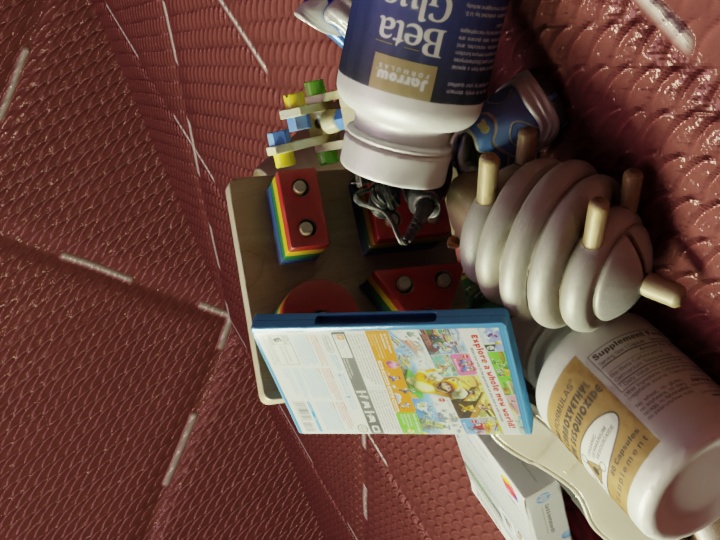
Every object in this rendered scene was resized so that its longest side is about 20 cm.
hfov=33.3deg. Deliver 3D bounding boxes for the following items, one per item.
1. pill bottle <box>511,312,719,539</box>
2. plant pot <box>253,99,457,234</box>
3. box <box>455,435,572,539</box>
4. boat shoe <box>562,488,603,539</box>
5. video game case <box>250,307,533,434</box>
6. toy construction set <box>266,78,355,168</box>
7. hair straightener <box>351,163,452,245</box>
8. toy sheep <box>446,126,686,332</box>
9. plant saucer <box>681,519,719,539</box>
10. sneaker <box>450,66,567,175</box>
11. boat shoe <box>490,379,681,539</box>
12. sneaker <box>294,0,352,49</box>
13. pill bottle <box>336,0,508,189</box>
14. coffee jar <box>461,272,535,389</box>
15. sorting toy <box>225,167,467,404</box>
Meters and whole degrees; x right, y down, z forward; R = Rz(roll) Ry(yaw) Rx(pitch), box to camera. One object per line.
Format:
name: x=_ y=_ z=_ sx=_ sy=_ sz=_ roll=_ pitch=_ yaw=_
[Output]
pill bottle: x=0.200 y=0.098 z=0.919 sx=0.200 sy=0.114 sz=0.115 roll=50 pitch=160 yaw=44
plant pot: x=-0.006 y=-0.085 z=1.220 sx=0.200 sy=0.173 sz=0.200 roll=55 pitch=163 yaw=26
box: x=0.143 y=0.204 z=1.148 sx=0.156 sy=0.041 sz=0.201 roll=53 pitch=170 yaw=43
boat shoe: x=0.243 y=0.294 z=1.178 sx=0.200 sy=0.073 sz=0.069 roll=54 pitch=169 yaw=36
video game case: x=0.028 y=0.082 z=0.946 sx=0.144 sy=0.198 sz=0.018 roll=71 pitch=-156 yaw=-45
toy construction set: x=0.019 y=-0.147 z=1.051 sx=0.130 sy=0.200 sz=0.093 roll=-7 pitch=114 yaw=39
hair straightener: x=0.030 y=-0.059 z=0.949 sx=0.200 sy=0.076 sz=0.041 roll=-72 pitch=-19 yaw=-67
toy sheep: x=0.146 y=-0.021 z=0.886 sx=0.199 sy=0.138 sz=0.138 roll=30 pitch=148 yaw=32
plant saucer: x=0.271 y=0.224 z=1.051 sx=0.201 sy=0.032 sz=0.201 roll=58 pitch=165 yaw=25
sneaker: x=0.104 y=-0.099 z=0.995 sx=0.076 sy=0.077 sz=0.200 roll=58 pitch=166 yaw=15
boat shoe: x=0.192 y=0.162 z=1.006 sx=0.200 sy=0.067 sz=0.057 roll=40 pitch=-150 yaw=-2
sneaker: x=0.008 y=-0.250 z=0.935 sx=0.081 sy=0.146 sz=0.201 roll=34 pitch=147 yaw=62
pill bottle: x=0.044 y=-0.166 z=0.871 sx=0.111 sy=0.110 sz=0.201 roll=42 pitch=125 yaw=55
coffee jar: x=0.138 y=0.054 z=1.117 sx=0.105 sy=0.085 sz=0.200 roll=64 pitch=165 yaw=-11
sorting toy: x=0.000 y=0.000 z=1.045 sx=0.070 sy=0.198 sz=0.200 roll=135 pitch=126 yaw=-67
